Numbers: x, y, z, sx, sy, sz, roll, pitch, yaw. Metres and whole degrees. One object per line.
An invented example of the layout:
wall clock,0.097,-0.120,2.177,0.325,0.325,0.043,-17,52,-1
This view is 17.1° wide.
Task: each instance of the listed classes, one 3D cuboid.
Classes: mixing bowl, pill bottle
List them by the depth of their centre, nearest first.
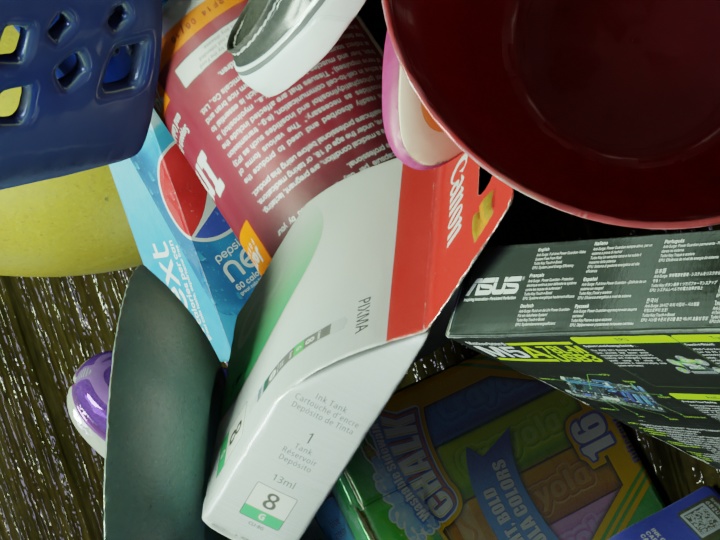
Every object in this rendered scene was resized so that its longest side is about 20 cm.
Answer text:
mixing bowl,0.109,-0.103,0.915,0.200,0.200,0.108,60,177,10
pill bottle,-0.018,-0.052,1.181,0.200,0.113,0.113,57,147,16

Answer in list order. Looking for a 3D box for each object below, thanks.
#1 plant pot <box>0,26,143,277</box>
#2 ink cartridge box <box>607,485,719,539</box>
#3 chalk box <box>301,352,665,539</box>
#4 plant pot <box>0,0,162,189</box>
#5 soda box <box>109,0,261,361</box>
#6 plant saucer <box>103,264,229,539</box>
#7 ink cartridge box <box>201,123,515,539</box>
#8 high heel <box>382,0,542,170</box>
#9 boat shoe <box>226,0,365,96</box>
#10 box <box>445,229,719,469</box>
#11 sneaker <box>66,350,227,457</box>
plant pot,-0.211,-0.076,1.430,0.200,0.142,0.200,34,136,40
ink cartridge box,0.161,0.198,1.113,0.136,0.076,0.200,48,143,27
chalk box,0.025,0.126,1.149,0.124,0.200,0.124,62,149,7
plant pot,-0.204,-0.163,1.122,0.200,0.200,0.180,47,131,30
soda box,-0.094,-0.051,1.345,0.068,0.064,0.200,-6,106,58
plant saucer,-0.082,0.098,1.075,0.201,0.039,0.201,0,-90,-87
ink cartridge box,0.000,0.000,1.021,0.050,0.161,0.200,24,120,-10
high heel,0.031,-0.123,1.016,0.096,0.067,0.200,-19,52,53
boat shoe,-0.007,-0.160,0.996,0.200,0.057,0.069,-53,21,29
box,0.165,0.042,0.914,0.193,0.048,0.200,29,163,-28
sneaker,-0.060,0.076,1.303,0.200,0.081,0.083,14,141,5
